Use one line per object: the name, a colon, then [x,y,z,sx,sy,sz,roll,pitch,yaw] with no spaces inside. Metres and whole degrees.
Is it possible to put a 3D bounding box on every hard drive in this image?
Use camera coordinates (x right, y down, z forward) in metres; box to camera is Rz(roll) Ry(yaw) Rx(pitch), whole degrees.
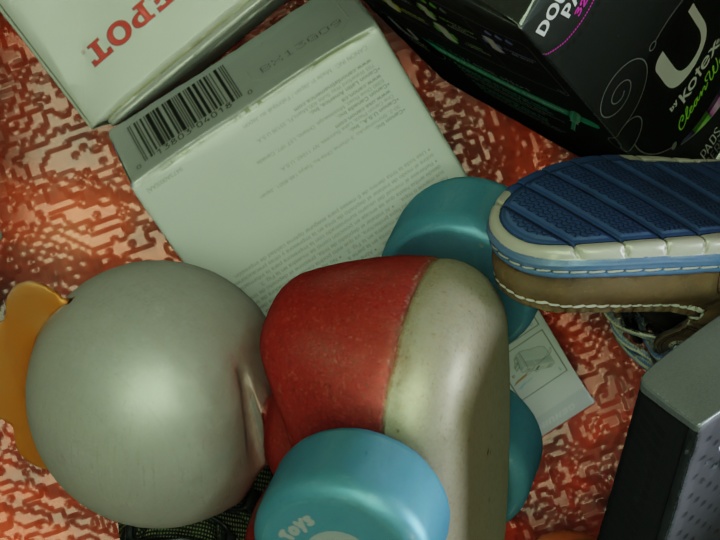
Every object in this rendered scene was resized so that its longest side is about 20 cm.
hard drive: [0.165,0.047,1.000,0.200,0.135,0.042,-26,54,-32]

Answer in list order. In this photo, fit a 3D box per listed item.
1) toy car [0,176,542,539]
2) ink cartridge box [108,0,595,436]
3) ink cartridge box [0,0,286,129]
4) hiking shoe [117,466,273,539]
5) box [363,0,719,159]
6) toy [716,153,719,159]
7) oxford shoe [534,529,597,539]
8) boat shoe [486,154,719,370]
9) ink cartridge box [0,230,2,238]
toy car: [-0.048,0.064,1.006,0.199,0.185,0.177,10,128,13]
ink cartridge box: [0.000,0.000,1.088,0.109,0.050,0.200,-33,123,0]
ink cartridge box: [-0.097,-0.177,1.078,0.147,0.083,0.200,-37,89,14]
hiking shoe: [-0.062,0.125,1.076,0.075,0.101,0.201,0,89,1]
box: [0.080,-0.136,1.010,0.124,0.200,0.149,31,86,28]
toy: [0.174,-0.007,1.100,0.115,0.047,0.201,-27,88,1]
oxford shoe: [0.141,0.172,1.060,0.200,0.072,0.071,34,81,-24]
boat shoe: [0.124,0.003,1.001,0.199,0.072,0.073,-5,119,-36]
ink cartridge box: [-0.227,-0.091,1.049,0.145,0.084,0.201,-2,105,21]
